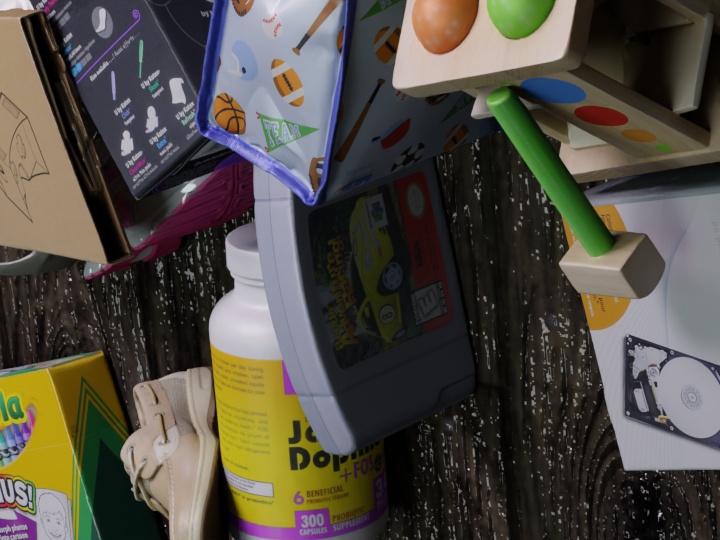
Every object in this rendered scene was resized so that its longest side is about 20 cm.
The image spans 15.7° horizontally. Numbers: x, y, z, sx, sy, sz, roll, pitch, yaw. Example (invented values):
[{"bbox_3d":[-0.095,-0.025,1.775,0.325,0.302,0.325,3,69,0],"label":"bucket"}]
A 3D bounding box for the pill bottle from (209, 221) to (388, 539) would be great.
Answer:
[{"bbox_3d":[-0.040,0.072,1.628,0.104,0.104,0.201,13,115,43],"label":"pill bottle"}]

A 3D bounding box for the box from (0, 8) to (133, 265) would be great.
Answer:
[{"bbox_3d":[-0.216,-0.086,1.642,0.200,0.021,0.164,9,122,60],"label":"box"}]

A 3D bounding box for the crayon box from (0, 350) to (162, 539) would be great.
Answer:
[{"bbox_3d":[-0.239,0.157,1.907,0.200,0.058,0.173,-13,97,48],"label":"crayon box"}]

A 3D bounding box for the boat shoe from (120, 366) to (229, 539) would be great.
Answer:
[{"bbox_3d":[-0.120,0.130,1.683,0.200,0.065,0.072,-98,2,-60],"label":"boat shoe"}]

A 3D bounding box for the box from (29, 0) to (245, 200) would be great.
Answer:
[{"bbox_3d":[-0.113,-0.164,1.559,0.106,0.122,0.200,-37,80,49],"label":"box"}]

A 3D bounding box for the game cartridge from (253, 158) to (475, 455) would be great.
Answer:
[{"bbox_3d":[0.000,0.000,1.536,0.041,0.133,0.201,0,106,47],"label":"game cartridge"}]

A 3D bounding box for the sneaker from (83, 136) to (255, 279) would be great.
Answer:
[{"bbox_3d":[-0.137,-0.059,1.688,0.200,0.081,0.088,-25,85,54],"label":"sneaker"}]

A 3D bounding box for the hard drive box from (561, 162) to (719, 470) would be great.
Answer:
[{"bbox_3d":[0.216,0.020,1.360,0.200,0.077,0.156,-7,102,47],"label":"hard drive box"}]

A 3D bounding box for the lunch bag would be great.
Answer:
[{"bbox_3d":[0.007,-0.163,1.435,0.124,0.170,0.200,32,128,28],"label":"lunch bag"}]

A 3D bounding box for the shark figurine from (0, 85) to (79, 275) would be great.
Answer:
[{"bbox_3d":[-0.215,-0.091,1.760,0.128,0.089,0.215,0,116,45],"label":"shark figurine"}]

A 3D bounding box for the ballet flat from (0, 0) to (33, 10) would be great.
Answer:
[{"bbox_3d":[-0.185,-0.167,1.719,0.200,0.069,0.070,35,129,36],"label":"ballet flat"}]

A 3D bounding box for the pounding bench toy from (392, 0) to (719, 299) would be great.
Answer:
[{"bbox_3d":[0.103,-0.099,1.306,0.124,0.156,0.201,-7,67,48],"label":"pounding bench toy"}]
